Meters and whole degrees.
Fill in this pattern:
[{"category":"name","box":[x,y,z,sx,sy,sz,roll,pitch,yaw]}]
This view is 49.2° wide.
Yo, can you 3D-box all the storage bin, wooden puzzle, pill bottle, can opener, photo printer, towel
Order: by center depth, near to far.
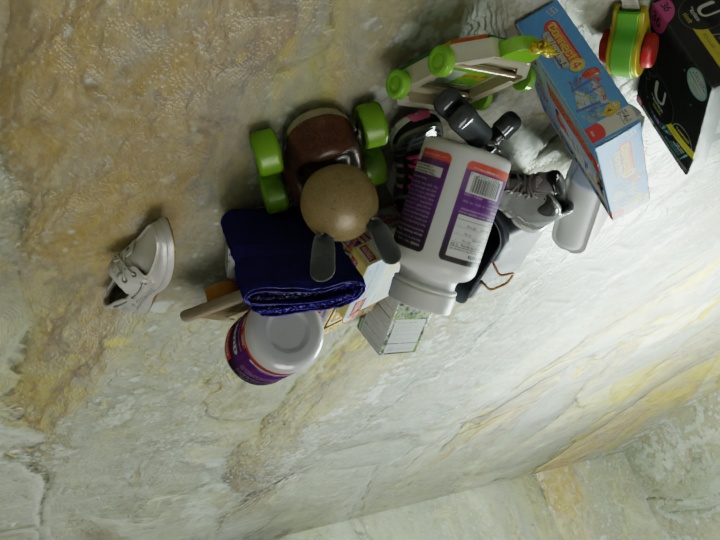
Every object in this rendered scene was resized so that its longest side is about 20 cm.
[{"category":"can opener","box":[0.146,-0.184,0.940,0.067,0.053,0.200,-42,165,14]},{"category":"pill bottle","box":[0.102,-0.053,0.959,0.111,0.111,0.202,10,100,-44]},{"category":"towel","box":[-0.090,-0.014,0.976,0.146,0.200,0.050,-3,123,-18]},{"category":"pill bottle","box":[-0.134,0.106,1.147,0.112,0.113,0.200,-7,167,-24]},{"category":"photo printer","box":[0.350,-0.128,1.175,0.167,0.069,0.200,-56,161,-22]},{"category":"wooden puzzle","box":[-0.149,0.032,1.182,0.184,0.047,0.200,-19,171,18]},{"category":"storage bin","box":[0.215,-0.051,1.240,0.133,0.146,0.200,-19,154,-25]}]

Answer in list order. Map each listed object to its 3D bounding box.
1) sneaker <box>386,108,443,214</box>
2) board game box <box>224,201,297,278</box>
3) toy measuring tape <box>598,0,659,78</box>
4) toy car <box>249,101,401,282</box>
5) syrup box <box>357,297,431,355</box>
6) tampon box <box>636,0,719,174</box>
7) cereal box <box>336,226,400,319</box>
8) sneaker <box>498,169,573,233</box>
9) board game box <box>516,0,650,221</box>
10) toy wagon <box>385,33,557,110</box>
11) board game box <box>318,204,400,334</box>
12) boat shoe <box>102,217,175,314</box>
[{"category":"sneaker","box":[0.080,-0.130,1.046,0.073,0.088,0.200,-15,153,-12]},{"category":"board game box","box":[-0.095,-0.051,1.127,0.198,0.035,0.127,-11,151,-17]},{"category":"toy measuring tape","box":[0.317,-0.286,0.945,0.073,0.074,0.200,-28,153,15]},{"category":"toy car","box":[-0.027,-0.079,0.948,0.163,0.201,0.158,-16,152,-8]},{"category":"syrup box","box":[0.072,0.034,1.273,0.078,0.082,0.201,-1,123,-34]},{"category":"tampon box","box":[0.457,-0.253,1.018,0.125,0.151,0.200,-23,152,3]},{"category":"cereal box","box":[0.059,-0.019,1.086,0.199,0.040,0.144,-25,159,-29]},{"category":"sneaker","box":[0.213,-0.127,1.080,0.199,0.076,0.115,26,158,-22]},{"category":"board game box","box":[0.273,-0.189,0.955,0.056,0.201,0.196,-28,152,11]},{"category":"toy wagon","box":[0.131,-0.226,0.886,0.154,0.040,0.199,-4,172,-41]},{"category":"board game box","box":[0.000,0.000,1.172,0.151,0.046,0.201,-24,150,-49]},{"category":"boat shoe","box":[-0.299,0.002,1.046,0.069,0.071,0.200,-3,148,-33]}]
